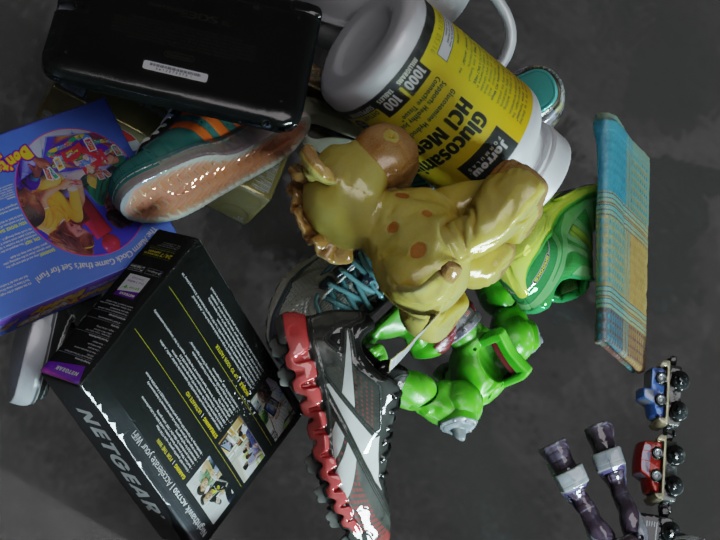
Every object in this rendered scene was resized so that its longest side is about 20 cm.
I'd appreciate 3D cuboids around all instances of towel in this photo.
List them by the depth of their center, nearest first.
[{"bbox_3d":[0.226,-0.022,1.630,0.021,0.147,0.202,-2,75,22],"label":"towel"}]

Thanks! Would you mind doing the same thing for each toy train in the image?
[{"bbox_3d":[0.258,0.171,1.635,0.045,0.034,0.202,9,71,-7],"label":"toy train"}]

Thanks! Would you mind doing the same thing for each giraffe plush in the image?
[{"bbox_3d":[0.025,-0.040,1.433,0.162,0.173,0.200,41,50,11],"label":"giraffe plush"}]

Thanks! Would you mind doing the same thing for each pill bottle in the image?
[{"bbox_3d":[0.073,-0.128,1.509,0.199,0.112,0.113,36,63,-26],"label":"pill bottle"}]

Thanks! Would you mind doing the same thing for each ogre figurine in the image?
[{"bbox_3d":[0.077,0.059,1.552,0.120,0.098,0.200,46,32,-2],"label":"ogre figurine"}]

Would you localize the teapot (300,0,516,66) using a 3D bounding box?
[{"bbox_3d":[0.007,-0.239,1.584,0.196,0.199,0.148,13,95,-39],"label":"teapot"}]

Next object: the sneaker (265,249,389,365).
[{"bbox_3d":[0.000,0.000,1.540,0.078,0.086,0.200,46,73,-6],"label":"sneaker"}]

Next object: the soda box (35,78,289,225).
[{"bbox_3d":[-0.158,-0.117,1.528,0.199,0.068,0.064,28,65,-12],"label":"soda box"}]

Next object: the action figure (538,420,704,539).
[{"bbox_3d":[0.221,0.229,1.567,0.129,0.069,0.202,-19,71,-6],"label":"action figure"}]

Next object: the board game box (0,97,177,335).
[{"bbox_3d":[-0.250,-0.035,1.406,0.199,0.045,0.135,-24,81,-35],"label":"board game box"}]

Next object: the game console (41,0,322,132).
[{"bbox_3d":[-0.137,-0.169,1.461,0.198,0.117,0.177,12,57,-4],"label":"game console"}]

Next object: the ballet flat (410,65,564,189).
[{"bbox_3d":[0.088,-0.112,1.621,0.199,0.072,0.073,-23,82,8],"label":"ballet flat"}]

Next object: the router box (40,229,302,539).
[{"bbox_3d":[-0.138,0.093,1.424,0.150,0.051,0.201,-52,133,-27],"label":"router box"}]

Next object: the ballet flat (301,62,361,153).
[{"bbox_3d":[-0.046,-0.135,1.562,0.198,0.068,0.073,24,49,-3],"label":"ballet flat"}]

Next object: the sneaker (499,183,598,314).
[{"bbox_3d":[0.167,-0.017,1.610,0.200,0.074,0.084,-36,105,-54],"label":"sneaker"}]

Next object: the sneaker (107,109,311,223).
[{"bbox_3d":[-0.131,-0.101,1.452,0.080,0.072,0.199,44,44,17],"label":"sneaker"}]

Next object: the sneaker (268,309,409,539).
[{"bbox_3d":[-0.001,0.120,1.447,0.097,0.071,0.202,-17,96,1],"label":"sneaker"}]

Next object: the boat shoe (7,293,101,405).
[{"bbox_3d":[-0.228,0.013,1.461,0.056,0.069,0.202,18,66,-17],"label":"boat shoe"}]
